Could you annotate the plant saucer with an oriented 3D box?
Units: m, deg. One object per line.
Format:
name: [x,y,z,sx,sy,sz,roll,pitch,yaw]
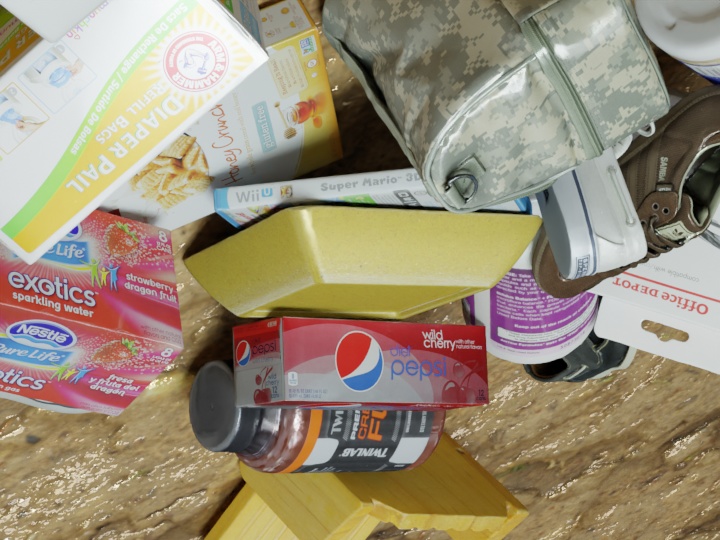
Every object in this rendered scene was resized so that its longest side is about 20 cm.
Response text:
plant saucer: [0.000,0.000,1.546,0.199,0.049,0.200,2,168,-27]

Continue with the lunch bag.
lunch bag: [0.078,-0.146,1.386,0.167,0.200,0.140,-31,139,1]

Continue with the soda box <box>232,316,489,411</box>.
soda box: [0.003,0.072,1.638,0.199,0.064,0.070,3,170,-38]

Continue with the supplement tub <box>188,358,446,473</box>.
supplement tub: [-0.035,0.108,1.715,0.199,0.107,0.107,2,136,-39]

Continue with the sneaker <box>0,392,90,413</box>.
sneaker: [-0.223,0.049,1.525,0.199,0.079,0.079,6,139,-39]

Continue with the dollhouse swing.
dollhouse swing: [-0.005,0.230,1.857,0.199,0.182,0.177,9,114,-43]

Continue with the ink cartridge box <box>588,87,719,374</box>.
ink cartridge box: [0.243,-0.027,1.626,0.068,0.115,0.201,-17,122,-69]

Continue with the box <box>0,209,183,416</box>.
box: [-0.224,0.014,1.415,0.199,0.100,0.095,16,138,-32]

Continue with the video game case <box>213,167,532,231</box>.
video game case: [0.012,-0.044,1.499,0.198,0.018,0.143,-6,169,11]

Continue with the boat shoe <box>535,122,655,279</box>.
boat shoe: [0.159,-0.093,1.502,0.085,0.203,0.075,-9,151,-9]

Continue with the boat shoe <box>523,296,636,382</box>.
boat shoe: [0.186,0.052,1.802,0.067,0.072,0.200,-3,163,-11]

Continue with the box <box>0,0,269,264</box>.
box: [-0.162,-0.120,1.292,0.200,0.113,0.101,-39,118,14]

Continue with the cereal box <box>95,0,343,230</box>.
cereal box: [-0.115,-0.091,1.455,0.199,0.040,0.144,-24,147,-7]

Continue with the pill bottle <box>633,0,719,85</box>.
pill bottle: [0.294,-0.179,1.567,0.120,0.120,0.200,-42,145,19]

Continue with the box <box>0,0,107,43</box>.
box: [-0.197,-0.239,1.099,0.106,0.153,0.200,-37,146,11]

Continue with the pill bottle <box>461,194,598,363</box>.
pill bottle: [0.129,-0.026,1.654,0.112,0.113,0.201,-22,146,-10]

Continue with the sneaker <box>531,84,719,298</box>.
sneaker: [0.203,-0.043,1.536,0.070,0.076,0.200,28,113,-38]
